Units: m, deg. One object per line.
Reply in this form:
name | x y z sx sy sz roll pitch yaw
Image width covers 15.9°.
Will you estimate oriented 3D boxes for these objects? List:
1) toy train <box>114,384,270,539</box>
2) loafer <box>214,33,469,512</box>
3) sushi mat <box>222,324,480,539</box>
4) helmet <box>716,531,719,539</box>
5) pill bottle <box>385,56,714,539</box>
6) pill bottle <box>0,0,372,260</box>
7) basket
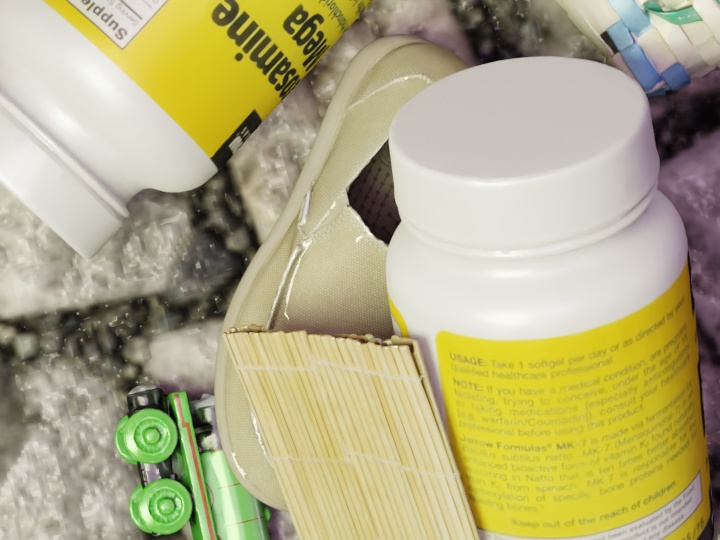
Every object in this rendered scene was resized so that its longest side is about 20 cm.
toy train | -0.054 0.142 1.037 0.056 0.042 0.201 -11 87 -13
loafer | 0.000 0.000 1.022 0.076 0.068 0.201 19 85 -24
sushi mat | 0.012 0.108 0.984 0.012 0.096 0.200 -38 121 -37
helmet | 0.246 0.134 0.974 0.190 0.200 0.200 -28 88 -25
pill bottle | 0.070 0.030 0.968 0.114 0.114 0.200 -11 121 -3
pill bottle | -0.071 -0.105 1.013 0.112 0.112 0.200 42 87 0
basket | 0.155 -0.169 1.010 0.200 0.139 0.176 -39 88 6
